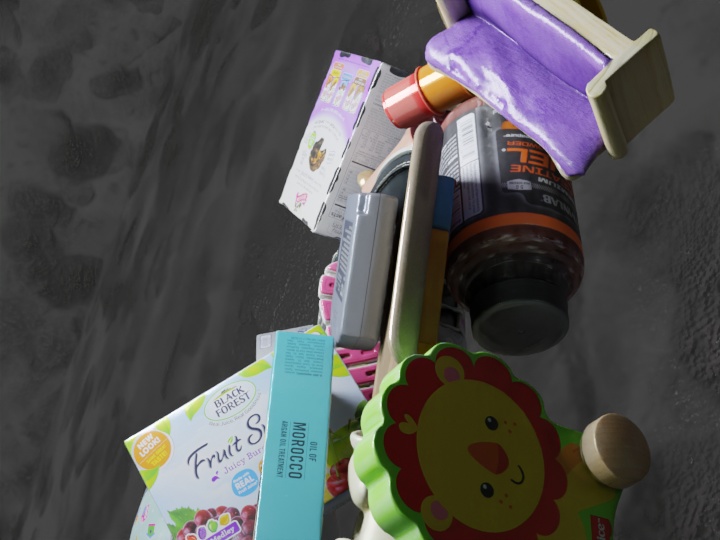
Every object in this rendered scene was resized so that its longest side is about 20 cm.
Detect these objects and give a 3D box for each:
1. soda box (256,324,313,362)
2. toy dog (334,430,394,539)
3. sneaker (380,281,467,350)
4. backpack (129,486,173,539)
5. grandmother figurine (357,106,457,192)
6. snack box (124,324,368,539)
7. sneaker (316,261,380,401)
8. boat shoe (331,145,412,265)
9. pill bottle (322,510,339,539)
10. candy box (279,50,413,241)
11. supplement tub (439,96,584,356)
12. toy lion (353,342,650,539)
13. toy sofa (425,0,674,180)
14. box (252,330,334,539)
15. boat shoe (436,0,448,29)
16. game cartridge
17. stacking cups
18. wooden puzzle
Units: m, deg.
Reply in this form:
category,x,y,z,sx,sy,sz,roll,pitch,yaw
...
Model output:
category,x,y,z,sx,sy,sz,roll,pitch,yaw
soda box,-0.066,0.142,1.096,0.200,0.063,0.068,-97,-4,-55
toy dog,0.025,0.229,0.836,0.194,0.139,0.200,164,122,-79
sneaker,0.068,-0.003,0.985,0.140,0.078,0.200,-65,23,19
backpack,-0.175,0.301,1.243,0.200,0.153,0.176,-105,33,-64
grandmother figurine,0.065,-0.133,1.119,0.200,0.060,0.121,-55,49,40
snack box,-0.083,0.160,0.974,0.142,0.200,0.053,57,175,21
sneaker,-0.005,0.095,1.098,0.087,0.074,0.200,89,175,-72
boat shoe,0.026,-0.041,1.108,0.060,0.075,0.200,-59,-3,-42
pill bottle,-0.079,0.238,1.114,0.104,0.104,0.200,-61,24,25
candy box,-0.011,-0.143,1.289,0.200,0.071,0.168,-68,22,8
supplement tub,0.115,-0.035,0.862,0.107,0.107,0.200,-49,32,44
toy lion,0.085,0.146,0.675,0.069,0.191,0.200,-45,35,49
toy sofa,0.125,-0.164,0.823,0.098,0.083,0.200,-41,55,-3
box,-0.053,0.152,0.866,0.082,0.049,0.200,100,175,-50
boat shoe,0.125,-0.184,1.010,0.073,0.065,0.200,-21,65,23
game cartridge,0.000,0.000,0.962,0.200,0.041,0.134,-132,46,-85
stacking cups,0.111,-0.176,0.948,0.200,0.060,0.061,-26,47,33
wooden puzzle,0.039,0.015,0.834,0.200,0.037,0.185,97,-179,-66
